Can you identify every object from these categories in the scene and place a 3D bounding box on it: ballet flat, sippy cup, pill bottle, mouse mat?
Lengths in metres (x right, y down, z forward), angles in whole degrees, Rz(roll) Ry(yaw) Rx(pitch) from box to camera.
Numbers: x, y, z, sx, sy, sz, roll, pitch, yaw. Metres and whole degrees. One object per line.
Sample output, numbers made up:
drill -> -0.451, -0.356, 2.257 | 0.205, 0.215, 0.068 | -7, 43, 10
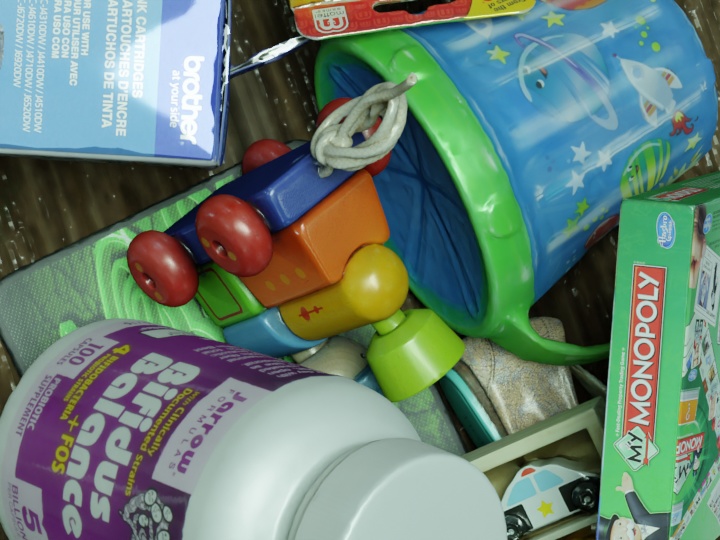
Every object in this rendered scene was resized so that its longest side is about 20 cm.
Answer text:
ballet flat -> 0.107, 0.108, 0.897 | 0.067, 0.068, 0.201 | -28, 92, -13
sippy cup -> 0.070, -0.061, 0.875 | 0.130, 0.140, 0.179 | -28, 120, -16
pill bottle -> -0.043, 0.087, 0.801 | 0.112, 0.199, 0.113 | -9, 104, -40
mouse mat -> -0.048, 0.063, 0.914 | 0.160, 0.008, 0.201 | -26, 89, -6

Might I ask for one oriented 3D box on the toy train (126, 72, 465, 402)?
toy train -> 0.000, 0.000, 0.823 | 0.085, 0.200, 0.116 | -41, 100, -29

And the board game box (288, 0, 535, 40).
board game box -> 0.006, -0.176, 0.866 | 0.095, 0.030, 0.201 | -8, 56, -5

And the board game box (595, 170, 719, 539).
board game box -> 0.136, 0.032, 0.829 | 0.029, 0.200, 0.135 | 7, 98, 22

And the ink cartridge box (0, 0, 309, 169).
ink cartridge box -> -0.120, -0.080, 0.848 | 0.199, 0.136, 0.077 | 5, 92, -5

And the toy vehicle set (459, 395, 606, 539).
toy vehicle set -> 0.034, 0.147, 0.866 | 0.199, 0.027, 0.125 | -26, 93, 17
